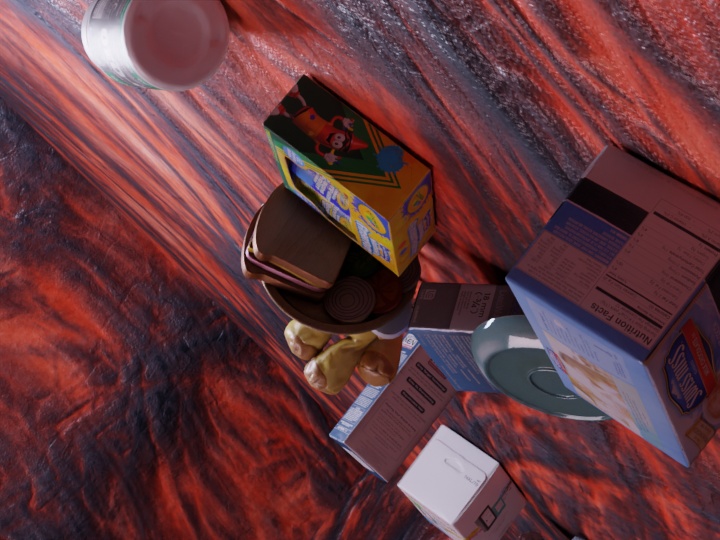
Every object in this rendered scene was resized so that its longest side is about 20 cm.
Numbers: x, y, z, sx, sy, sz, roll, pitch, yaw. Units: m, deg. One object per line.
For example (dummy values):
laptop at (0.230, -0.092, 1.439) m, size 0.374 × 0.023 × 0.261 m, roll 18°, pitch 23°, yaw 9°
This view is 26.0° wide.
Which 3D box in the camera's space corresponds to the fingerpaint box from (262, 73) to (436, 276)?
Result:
fingerpaint box at (-0.008, -0.093, 1.617) m, size 0.166 × 0.074 × 0.200 m, roll 38°, pitch 170°, yaw 12°

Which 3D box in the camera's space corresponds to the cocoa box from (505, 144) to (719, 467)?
cocoa box at (0.216, 0.031, 1.165) m, size 0.133 × 0.132 × 0.200 m, roll 33°, pitch 168°, yaw 33°

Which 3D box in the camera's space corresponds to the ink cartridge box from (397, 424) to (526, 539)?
ink cartridge box at (0.191, 0.415, 2.910) m, size 0.146 × 0.146 × 0.200 m, roll 32°, pitch 167°, yaw 34°

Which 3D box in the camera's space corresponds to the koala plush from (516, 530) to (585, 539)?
koala plush at (0.376, 0.576, 2.929) m, size 0.177 × 0.184 × 0.200 m, roll 45°, pitch 180°, yaw -30°

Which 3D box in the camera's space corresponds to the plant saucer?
plant saucer at (0.206, 0.108, 1.614) m, size 0.198 × 0.028 × 0.201 m, roll 15°, pitch 154°, yaw 8°

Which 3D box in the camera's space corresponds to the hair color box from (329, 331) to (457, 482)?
hair color box at (0.057, 0.198, 2.290) m, size 0.100 × 0.200 × 0.060 m, roll 43°, pitch 169°, yaw -22°

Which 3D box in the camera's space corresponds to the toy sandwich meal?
toy sandwich meal at (-0.028, -0.023, 1.731) m, size 0.205 × 0.205 × 0.070 m, roll 37°, pitch 150°, yaw 13°

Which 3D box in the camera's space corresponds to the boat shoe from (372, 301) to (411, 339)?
boat shoe at (-0.003, 0.001, 1.807) m, size 0.200 × 0.073 × 0.068 m, roll 56°, pitch 162°, yaw 23°

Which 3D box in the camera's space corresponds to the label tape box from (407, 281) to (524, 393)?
label tape box at (0.171, 0.077, 1.681) m, size 0.198 × 0.064 × 0.144 m, roll 2°, pitch 150°, yaw 31°

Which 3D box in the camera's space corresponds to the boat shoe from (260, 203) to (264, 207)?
boat shoe at (-0.081, -0.026, 2.217) m, size 0.199 × 0.062 × 0.073 m, roll 36°, pitch 170°, yaw 23°

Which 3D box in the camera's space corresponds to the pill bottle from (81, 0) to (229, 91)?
pill bottle at (-0.218, -0.245, 1.610) m, size 0.113 × 0.113 × 0.200 m, roll 44°, pitch 170°, yaw -23°

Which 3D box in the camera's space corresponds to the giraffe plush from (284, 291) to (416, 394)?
giraffe plush at (0.005, 0.044, 1.914) m, size 0.174 × 0.199 × 0.162 m, roll 62°, pitch 171°, yaw 16°
